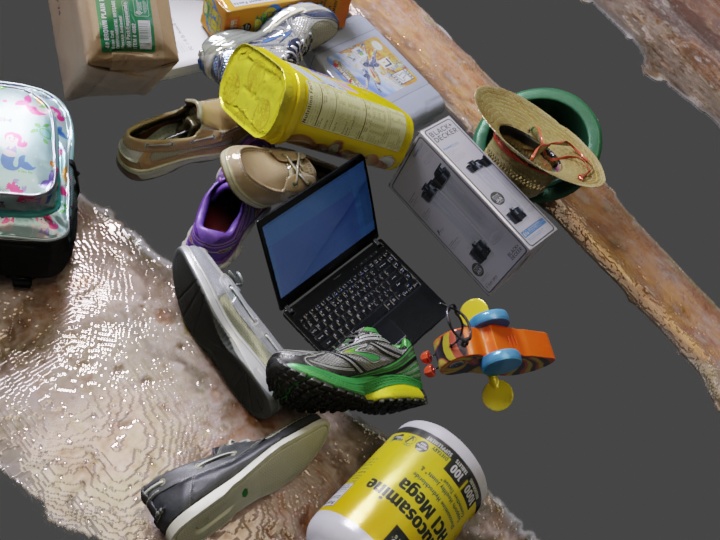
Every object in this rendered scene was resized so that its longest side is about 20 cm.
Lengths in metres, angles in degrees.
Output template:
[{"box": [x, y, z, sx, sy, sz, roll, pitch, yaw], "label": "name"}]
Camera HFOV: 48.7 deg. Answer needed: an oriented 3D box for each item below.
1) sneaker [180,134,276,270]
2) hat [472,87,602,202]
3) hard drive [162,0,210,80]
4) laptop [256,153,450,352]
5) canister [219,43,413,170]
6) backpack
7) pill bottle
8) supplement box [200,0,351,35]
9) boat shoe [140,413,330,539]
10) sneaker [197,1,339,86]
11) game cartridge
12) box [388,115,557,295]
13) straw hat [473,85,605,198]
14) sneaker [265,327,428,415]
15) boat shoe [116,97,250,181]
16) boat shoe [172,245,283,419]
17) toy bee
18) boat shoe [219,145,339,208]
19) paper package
[{"box": [-0.138, -0.089, 0.919, 0.080, 0.084, 0.201, 23, 53, -6], "label": "sneaker"}, {"box": [0.269, -0.158, 1.162, 0.199, 0.176, 0.167, -11, 76, 10], "label": "hat"}, {"box": [-0.216, -0.329, 1.076, 0.199, 0.026, 0.132, -23, 70, -31], "label": "hard drive"}, {"box": [0.000, 0.000, 0.904, 0.200, 0.103, 0.177, 45, 55, 10], "label": "laptop"}, {"box": [-0.050, -0.193, 0.963, 0.199, 0.087, 0.149, 9, 23, -40], "label": "canister"}, {"box": [-0.376, -0.105, 0.805, 0.176, 0.151, 0.201, 3, 54, -18], "label": "backpack"}, {"box": [0.023, 0.244, 0.752, 0.112, 0.113, 0.200, 44, 55, 9], "label": "pill bottle"}, {"box": [-0.111, -0.355, 1.072, 0.199, 0.067, 0.069, -19, 62, -29], "label": "supplement box"}, {"box": [-0.113, 0.185, 0.766, 0.199, 0.072, 0.068, -25, 50, -36], "label": "boat shoe"}, {"box": [-0.105, -0.278, 1.034, 0.199, 0.077, 0.085, -29, 64, -20], "label": "sneaker"}, {"box": [0.011, -0.272, 1.124, 0.133, 0.042, 0.200, -33, 75, -38], "label": "game cartridge"}, {"box": [0.136, -0.081, 1.000, 0.060, 0.117, 0.200, -33, 74, -34], "label": "box"}, {"box": [0.207, -0.140, 1.019, 0.200, 0.085, 0.202, 23, 36, -18], "label": "straw hat"}, {"box": [-0.017, 0.102, 0.827, 0.199, 0.078, 0.086, 12, 60, -43], "label": "sneaker"}, {"box": [-0.196, -0.172, 0.952, 0.072, 0.076, 0.200, 44, 52, 13], "label": "boat shoe"}, {"box": [-0.131, 0.058, 0.839, 0.065, 0.074, 0.202, -27, 76, -39], "label": "boat shoe"}, {"box": [0.127, 0.086, 0.914, 0.200, 0.109, 0.131, 36, 40, -28], "label": "toy bee"}, {"box": [-0.082, -0.110, 0.903, 0.200, 0.065, 0.073, 8, 64, -62], "label": "boat shoe"}, {"box": [-0.290, -0.310, 0.900, 0.103, 0.190, 0.201, -10, 93, -26], "label": "paper package"}]
